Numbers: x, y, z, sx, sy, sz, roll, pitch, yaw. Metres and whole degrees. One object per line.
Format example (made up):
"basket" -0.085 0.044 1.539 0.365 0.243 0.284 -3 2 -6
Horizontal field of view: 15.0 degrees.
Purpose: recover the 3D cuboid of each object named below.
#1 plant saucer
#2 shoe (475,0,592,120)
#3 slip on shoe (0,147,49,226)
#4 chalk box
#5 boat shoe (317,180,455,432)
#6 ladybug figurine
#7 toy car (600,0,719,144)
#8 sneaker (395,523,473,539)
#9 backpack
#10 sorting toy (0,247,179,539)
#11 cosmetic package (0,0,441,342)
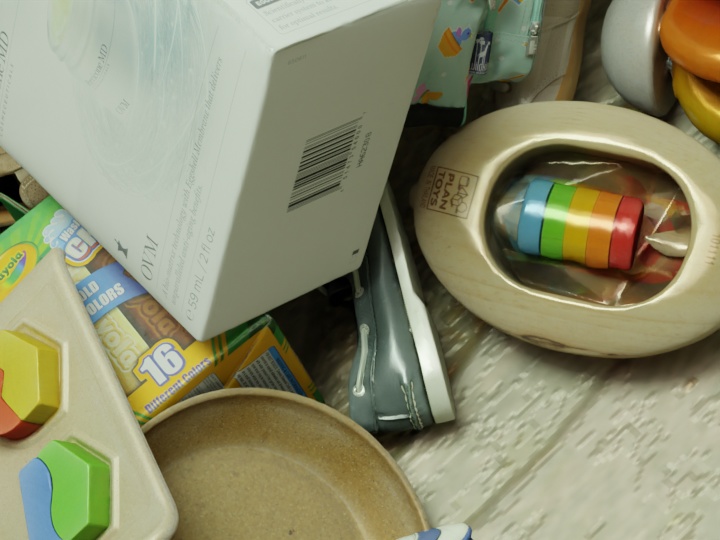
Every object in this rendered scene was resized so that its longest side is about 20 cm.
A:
"plant saucer" -0.057 0.163 1.438 0.199 0.035 0.201 6 74 -20
"shoe" 0.098 -0.144 1.555 0.070 0.053 0.201 21 90 66
"slip on shoe" -0.173 -0.057 1.597 0.199 0.076 0.061 2 57 35
"chalk box" -0.133 0.025 1.530 0.124 0.125 0.200 -38 60 -4
"boat shoe" 0.000 0.000 1.533 0.062 0.073 0.201 -18 64 3
"ladybug figurine" 0.124 -0.021 1.493 0.199 0.072 0.136 16 88 17
"toy car" 0.223 -0.175 1.508 0.174 0.150 0.201 6 65 21
"sneaker" 0.059 0.209 1.355 0.088 0.075 0.200 -30 58 0
"backpack" 0.020 -0.193 1.480 0.153 0.201 0.176 -11 39 -18
"sorting toy" -0.188 0.113 1.417 0.185 0.036 0.200 -44 51 24
"cosmetic package" -0.086 -0.111 1.417 0.123 0.200 0.200 -24 56 -37
